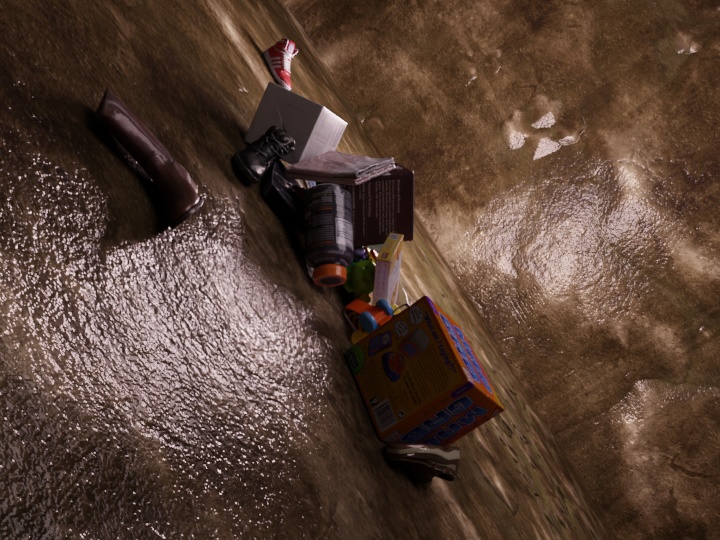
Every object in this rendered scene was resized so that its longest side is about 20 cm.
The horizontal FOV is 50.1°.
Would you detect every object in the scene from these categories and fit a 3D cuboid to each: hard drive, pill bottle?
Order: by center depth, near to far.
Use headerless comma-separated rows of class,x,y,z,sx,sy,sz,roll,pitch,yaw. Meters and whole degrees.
pill bottle,-0.067,-0.071,1.628,0.106,0.104,0.204,34,49,-58
hard drive,-0.166,-0.168,1.734,0.135,0.042,0.201,52,13,-20

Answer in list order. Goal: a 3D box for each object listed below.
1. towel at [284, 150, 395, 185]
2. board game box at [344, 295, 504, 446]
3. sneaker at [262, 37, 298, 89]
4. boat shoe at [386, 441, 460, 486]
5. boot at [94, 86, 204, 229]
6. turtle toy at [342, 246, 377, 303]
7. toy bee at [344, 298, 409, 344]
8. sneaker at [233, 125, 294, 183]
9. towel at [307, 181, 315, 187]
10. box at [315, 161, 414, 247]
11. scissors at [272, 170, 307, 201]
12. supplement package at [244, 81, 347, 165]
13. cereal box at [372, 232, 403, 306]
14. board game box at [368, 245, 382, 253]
towel,-0.043,-0.233,1.730,0.199,0.188,0.033,-32,126,-56
board game box,0.125,0.214,1.497,0.200,0.198,0.202,39,21,-51
sneaker,-0.252,-0.704,2.604,0.071,0.112,0.202,34,25,-57
boat shoe,0.121,0.358,1.417,0.200,0.074,0.076,18,72,-45
boot,-0.315,-0.166,1.115,0.201,0.064,0.187,54,-1,-25
turtle toy,0.000,0.000,1.798,0.147,0.100,0.200,52,13,-14
toy bee,0.041,0.124,1.601,0.110,0.129,0.200,67,-9,-18
sneaker,-0.205,-0.253,1.646,0.077,0.114,0.200,50,15,-12
towel,-0.068,-0.224,2.079,0.024,0.144,0.202,101,-28,-46
box,0.008,-0.160,1.818,0.166,0.196,0.168,-138,-136,-63
scissors,-0.148,-0.186,1.725,0.200,0.014,0.074,42,21,-46
supplement package,-0.151,-0.333,1.848,0.150,0.153,0.200,27,6,14
cereal box,0.059,0.036,1.735,0.144,0.039,0.203,-62,158,-59
board game box,0.013,-0.081,2.048,0.103,0.104,0.201,48,15,-30
